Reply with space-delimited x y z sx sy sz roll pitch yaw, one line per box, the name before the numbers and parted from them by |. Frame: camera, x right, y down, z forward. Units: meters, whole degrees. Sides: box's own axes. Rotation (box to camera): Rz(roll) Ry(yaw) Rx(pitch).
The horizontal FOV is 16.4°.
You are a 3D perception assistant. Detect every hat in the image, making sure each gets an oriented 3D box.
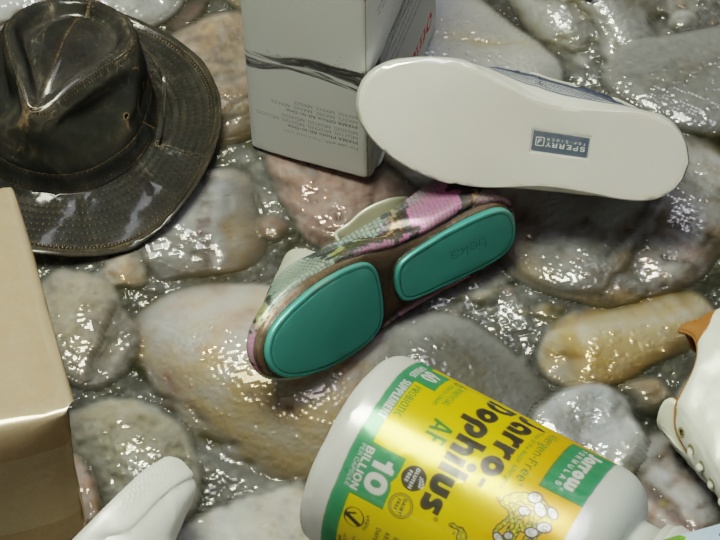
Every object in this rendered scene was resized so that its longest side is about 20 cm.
hat | -0.175 -0.106 1.486 0.200 0.081 0.201 3 53 -3

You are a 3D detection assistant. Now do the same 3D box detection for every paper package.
paper package | -0.260 0.064 1.320 0.200 0.104 0.191 -11 46 -11

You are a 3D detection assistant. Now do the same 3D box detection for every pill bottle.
pill bottle | 0.079 0.135 1.299 0.200 0.113 0.113 27 55 16

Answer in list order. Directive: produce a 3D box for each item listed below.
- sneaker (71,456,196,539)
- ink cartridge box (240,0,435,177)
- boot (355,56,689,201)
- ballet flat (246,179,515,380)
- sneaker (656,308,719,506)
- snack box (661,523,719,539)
sneaker | -0.131 0.187 1.281 0.088 0.075 0.200 37 58 2
ink cartridge box | -0.011 -0.178 1.481 0.083 0.200 0.145 14 52 11
boot | 0.089 -0.083 1.476 0.200 0.073 0.090 14 8 -10
ballet flat | 0.000 0.000 1.435 0.200 0.069 0.071 -30 42 -29
sneaker | 0.209 0.111 1.370 0.085 0.073 0.200 -14 55 24
snack box | 0.209 0.206 1.222 0.200 0.169 0.068 -13 14 -13
